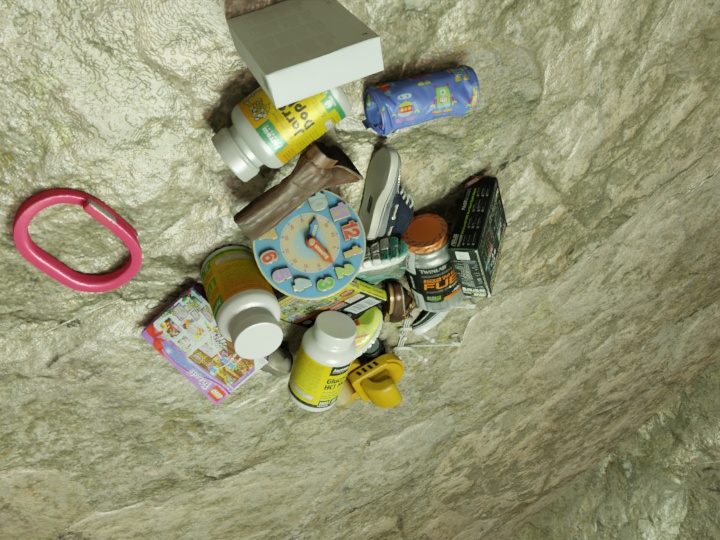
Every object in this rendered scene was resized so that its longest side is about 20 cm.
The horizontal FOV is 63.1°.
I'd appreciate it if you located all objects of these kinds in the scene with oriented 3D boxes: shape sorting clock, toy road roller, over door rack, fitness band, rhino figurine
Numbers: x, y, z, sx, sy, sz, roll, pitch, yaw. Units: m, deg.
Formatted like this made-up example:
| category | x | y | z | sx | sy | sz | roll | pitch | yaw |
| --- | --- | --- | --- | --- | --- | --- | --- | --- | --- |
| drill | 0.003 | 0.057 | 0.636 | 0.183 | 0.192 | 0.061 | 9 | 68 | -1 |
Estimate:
| category | x | y | z | sx | sy | sz | roll | pitch | yaw |
| --- | --- | --- | --- | --- | --- | --- | --- | --- | --- |
| shape sorting clock | -0.089 | -0.048 | 1.033 | 0.199 | 0.201 | 0.039 | -20 | 177 | -14 |
| toy road roller | 0.010 | 0.263 | 1.369 | 0.200 | 0.146 | 0.123 | -30 | 136 | -3 |
| over door rack | 0.185 | 0.146 | 1.426 | 0.199 | 0.067 | 0.148 | -7 | 131 | -24 |
| fitness band | -0.441 | -0.043 | 0.926 | 0.143 | 0.037 | 0.200 | -34 | 135 | 5 |
| rhino figurine | -0.214 | 0.163 | 1.196 | 0.060 | 0.088 | 0.200 | -47 | 135 | 14 |

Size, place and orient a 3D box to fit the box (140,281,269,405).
| category | x | y | z | sx | sy | sz | roll | pitch | yaw |
| --- | --- | --- | --- | --- | --- | --- | --- | --- | --- |
| box | -0.289 | 0.139 | 1.100 | 0.137 | 0.039 | 0.200 | -40 | 105 | 7 |

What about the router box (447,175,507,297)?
| category | x | y | z | sx | sy | sz | roll | pitch | yaw |
| --- | --- | --- | --- | --- | --- | --- | --- | --- | --- |
| router box | 0.242 | -0.069 | 1.189 | 0.062 | 0.200 | 0.150 | 3 | 143 | 27 |

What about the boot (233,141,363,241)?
| category | x | y | z | sx | sy | sz | roll | pitch | yaw |
| --- | --- | --- | --- | --- | --- | --- | --- | --- | --- |
| boot | -0.103 | -0.124 | 0.987 | 0.200 | 0.064 | 0.186 | -42 | 161 | 17 |

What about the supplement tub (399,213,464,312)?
| category | x | y | z | sx | sy | sz | roll | pitch | yaw |
| --- | --- | --- | --- | --- | --- | --- | --- | --- | --- |
| supplement tub | 0.149 | -0.015 | 1.224 | 0.122 | 0.123 | 0.200 | -28 | 136 | -5 |

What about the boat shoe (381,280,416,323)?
| category | x | y | z | sx | sy | sz | roll | pitch | yaw |
| --- | --- | --- | --- | --- | --- | --- | --- | --- | --- |
| boat shoe | 0.083 | 0.065 | 1.252 | 0.070 | 0.071 | 0.200 | -4 | 165 | -1 |

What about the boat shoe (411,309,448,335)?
| category | x | y | z | sx | sy | sz | roll | pitch | yaw |
| --- | --- | --- | --- | --- | --- | --- | --- | --- | --- |
| boat shoe | 0.178 | 0.065 | 1.324 | 0.200 | 0.069 | 0.057 | -42 | 99 | -22 |

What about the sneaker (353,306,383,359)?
| category | x | y | z | sx | sy | sz | roll | pitch | yaw |
| --- | --- | --- | --- | --- | --- | --- | --- | --- | --- |
| sneaker | -0.032 | 0.149 | 1.301 | 0.090 | 0.078 | 0.200 | 43 | 89 | -22 |

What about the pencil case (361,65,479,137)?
| category | x | y | z | sx | sy | sz | roll | pitch | yaw |
| --- | --- | --- | --- | --- | --- | --- | --- | --- | --- |
| pencil case | 0.102 | -0.285 | 0.990 | 0.199 | 0.078 | 0.087 | -18 | 105 | -15 |

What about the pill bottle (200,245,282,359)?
| category | x | y | z | sx | sy | sz | roll | pitch | yaw |
| --- | --- | --- | --- | --- | --- | --- | --- | --- | --- |
| pill bottle | -0.205 | 0.056 | 1.026 | 0.111 | 0.200 | 0.111 | -16 | 134 | -17 |

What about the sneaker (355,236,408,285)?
| category | x | y | z | sx | sy | sz | roll | pitch | yaw |
| --- | --- | --- | --- | --- | --- | --- | --- | --- | --- |
| sneaker | 0.000 | 0.000 | 1.158 | 0.199 | 0.078 | 0.091 | -8 | 137 | 7 |

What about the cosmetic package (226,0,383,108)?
| category | x | y | z | sx | sy | sz | roll | pitch | yaw |
| --- | --- | --- | --- | --- | --- | --- | --- | --- | --- |
| cosmetic package | -0.079 | -0.303 | 0.784 | 0.150 | 0.200 | 0.052 | -24 | 137 | -8 |

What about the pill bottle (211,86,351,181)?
| category | x | y | z | sx | sy | sz | roll | pitch | yaw |
| --- | --- | --- | --- | --- | --- | --- | --- | --- | --- |
| pill bottle | -0.122 | -0.228 | 0.888 | 0.200 | 0.113 | 0.113 | -36 | 136 | 4 |

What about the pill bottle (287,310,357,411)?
| category | x | y | z | sx | sy | sz | roll | pitch | yaw |
| --- | --- | --- | --- | --- | --- | --- | --- | --- | --- |
| pill bottle | -0.075 | 0.185 | 1.204 | 0.112 | 0.113 | 0.200 | -1 | 129 | -29 |

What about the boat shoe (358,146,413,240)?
| category | x | y | z | sx | sy | sz | roll | pitch | yaw |
| --- | --- | --- | --- | --- | --- | --- | --- | --- | --- |
| boat shoe | 0.061 | -0.145 | 1.100 | 0.092 | 0.075 | 0.200 | -8 | 140 | -25 |

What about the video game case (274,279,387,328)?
| category | x | y | z | sx | sy | sz | roll | pitch | yaw |
| --- | --- | --- | --- | --- | --- | --- | --- | --- | --- |
| video game case | -0.078 | 0.062 | 1.171 | 0.200 | 0.026 | 0.180 | -28 | 144 | 36 |
